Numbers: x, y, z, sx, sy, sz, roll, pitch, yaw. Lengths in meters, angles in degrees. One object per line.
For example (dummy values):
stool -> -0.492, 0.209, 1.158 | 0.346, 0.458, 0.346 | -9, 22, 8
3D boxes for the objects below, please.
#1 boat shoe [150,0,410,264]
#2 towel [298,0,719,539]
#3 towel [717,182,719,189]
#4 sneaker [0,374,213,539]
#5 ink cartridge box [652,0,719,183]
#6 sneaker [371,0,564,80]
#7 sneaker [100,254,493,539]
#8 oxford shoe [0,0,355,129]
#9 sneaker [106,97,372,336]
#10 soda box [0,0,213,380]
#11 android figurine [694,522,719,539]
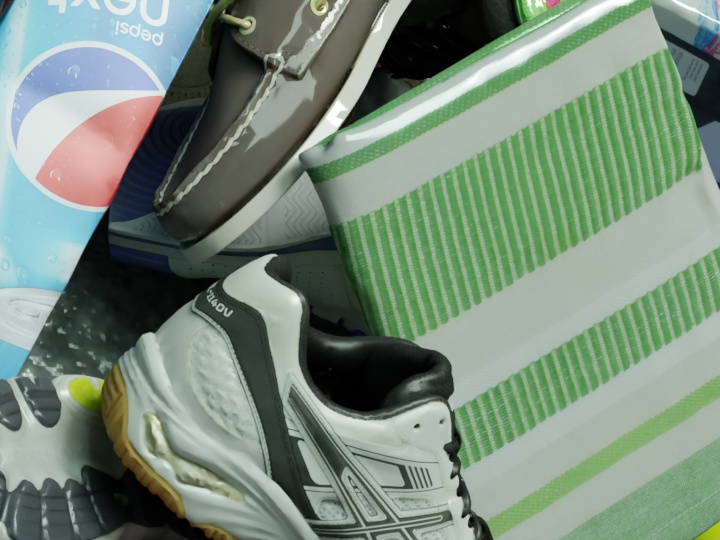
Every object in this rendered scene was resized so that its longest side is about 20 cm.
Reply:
boat shoe -> -0.022, -0.093, 0.961 | 0.060, 0.072, 0.200 | 42, 69, -20
towel -> 0.076, 0.014, 0.956 | 0.152, 0.023, 0.200 | -30, 108, -21
towel -> 0.112, -0.069, 1.197 | 0.145, 0.024, 0.200 | 31, 44, -9
sneaker -> -0.095, 0.073, 0.901 | 0.200, 0.080, 0.078 | 9, 59, -52
ink cartridge box -> 0.148, -0.131, 1.198 | 0.200, 0.083, 0.146 | 26, 47, -10
sneaker -> 0.033, -0.098, 1.048 | 0.084, 0.200, 0.077 | -28, 108, -9
sneaker -> 0.012, 0.072, 0.873 | 0.200, 0.088, 0.076 | 38, 13, -31
oxford shoe -> -0.078, -0.087, 1.041 | 0.200, 0.075, 0.071 | 3, 52, -34
sneaker -> 0.001, 0.000, 1.027 | 0.199, 0.115, 0.081 | 1, 48, 2
soda box -> -0.115, -0.047, 0.934 | 0.064, 0.068, 0.200 | 30, 69, -13
android figurine -> 0.112, 0.125, 1.030 | 0.182, 0.041, 0.200 | 45, 42, 4
